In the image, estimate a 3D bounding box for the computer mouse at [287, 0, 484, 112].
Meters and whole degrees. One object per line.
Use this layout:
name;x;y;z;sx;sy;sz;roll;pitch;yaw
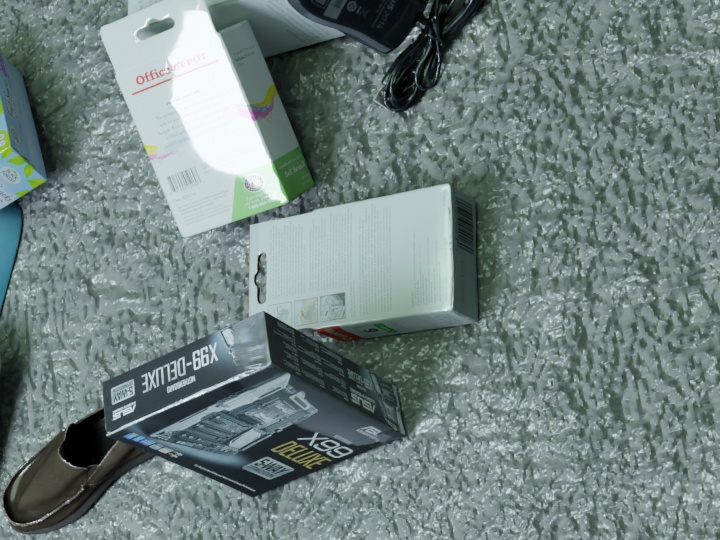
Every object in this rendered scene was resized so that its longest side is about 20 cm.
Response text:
computer mouse;0.002;-0.230;1.384;0.139;0.200;0.053;-55;41;8

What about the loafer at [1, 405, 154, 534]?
loafer;-0.257;0.165;1.489;0.200;0.071;0.073;-39;59;16

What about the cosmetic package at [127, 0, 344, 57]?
cosmetic package;-0.098;-0.307;1.505;0.200;0.123;0.199;-11;70;27

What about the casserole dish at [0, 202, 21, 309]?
casserole dish;-0.407;0.006;1.650;0.121;0.039;0.200;9;81;33

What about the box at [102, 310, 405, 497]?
box;-0.082;0.111;1.322;0.158;0.200;0.050;-23;58;23

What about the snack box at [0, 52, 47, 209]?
snack box;-0.420;-0.110;1.640;0.200;0.068;0.169;-30;49;9

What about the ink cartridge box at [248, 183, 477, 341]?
ink cartridge box;0.000;0.000;1.397;0.200;0.050;0.109;-10;71;30

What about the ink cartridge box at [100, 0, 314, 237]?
ink cartridge box;-0.135;-0.143;1.455;0.117;0.067;0.200;-17;100;26
